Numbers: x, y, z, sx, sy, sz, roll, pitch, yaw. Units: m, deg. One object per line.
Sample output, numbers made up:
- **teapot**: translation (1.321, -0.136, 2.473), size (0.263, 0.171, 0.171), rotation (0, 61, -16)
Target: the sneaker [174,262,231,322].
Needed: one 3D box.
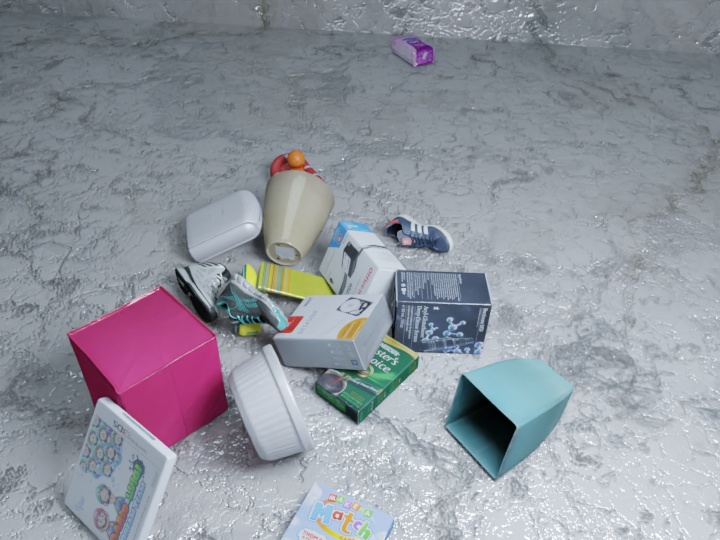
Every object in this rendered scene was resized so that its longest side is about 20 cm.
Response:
- **sneaker**: translation (-0.347, 0.034, 1.428), size (0.115, 0.076, 0.200), rotation (-23, 43, -25)

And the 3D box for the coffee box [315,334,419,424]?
- **coffee box**: translation (0.016, 0.210, 1.249), size (0.123, 0.044, 0.200), rotation (29, 46, 31)

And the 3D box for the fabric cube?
- **fabric cube**: translation (-0.389, 0.190, 1.137), size (0.199, 0.200, 0.196), rotation (-31, 50, -34)

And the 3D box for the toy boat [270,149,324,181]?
- **toy boat**: translation (-0.188, -0.293, 1.793), size (0.130, 0.131, 0.200), rotation (-18, 43, -23)

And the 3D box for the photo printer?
- **photo printer**: translation (-0.348, -0.121, 1.577), size (0.199, 0.070, 0.167), rotation (-24, 41, 3)

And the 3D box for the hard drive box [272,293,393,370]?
- **hard drive box**: translation (-0.055, 0.125, 1.274), size (0.199, 0.077, 0.156), rotation (-4, 32, 30)

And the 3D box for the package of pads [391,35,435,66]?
- **package of pads**: translation (0.232, -0.972, 2.691), size (0.120, 0.076, 0.200), rotation (-18, 43, -19)

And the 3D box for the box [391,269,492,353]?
- **box**: translation (0.170, 0.090, 1.321), size (0.198, 0.149, 0.107), rotation (1, 39, 0)

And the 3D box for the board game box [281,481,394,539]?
- **board game box**: translation (-0.054, 0.449, 0.959), size (0.150, 0.037, 0.200), rotation (17, 41, 19)

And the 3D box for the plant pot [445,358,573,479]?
- **plant pot**: translation (0.290, 0.254, 1.136), size (0.199, 0.142, 0.141), rotation (-16, 41, -32)

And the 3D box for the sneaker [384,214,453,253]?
- **sneaker**: translation (0.147, -0.083, 1.597), size (0.199, 0.075, 0.084), rotation (24, 41, 39)

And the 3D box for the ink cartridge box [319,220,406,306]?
- **ink cartridge box**: translation (0.000, 0.000, 1.413), size (0.083, 0.146, 0.200), rotation (6, 31, -37)

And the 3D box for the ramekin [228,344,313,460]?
- **ramekin**: translation (-0.163, 0.243, 1.092), size (0.094, 0.203, 0.203), rotation (-23, 44, -11)

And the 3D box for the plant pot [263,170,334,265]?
- **plant pot**: translation (-0.174, -0.120, 1.563), size (0.186, 0.188, 0.201), rotation (6, 52, 6)

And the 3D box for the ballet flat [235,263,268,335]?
- **ballet flat**: translation (-0.246, 0.068, 1.404), size (0.066, 0.067, 0.201), rotation (4, 45, -8)

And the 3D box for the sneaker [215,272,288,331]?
- **sneaker**: translation (-0.234, 0.088, 1.298), size (0.200, 0.078, 0.091), rotation (31, 74, 39)

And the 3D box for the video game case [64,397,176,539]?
- **video game case**: translation (-0.389, 0.336, 0.978), size (0.181, 0.201, 0.024), rotation (27, 11, 28)

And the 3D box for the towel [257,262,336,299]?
- **towel**: translation (-0.144, 0.037, 1.435), size (0.199, 0.018, 0.086), rotation (15, 42, -14)
